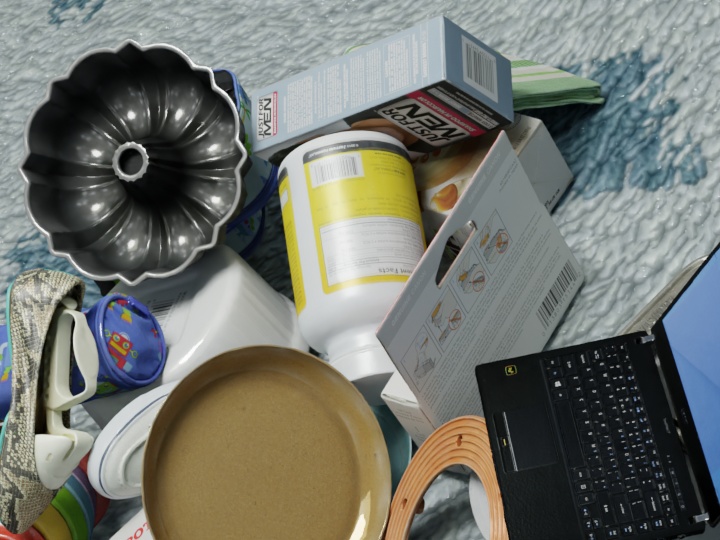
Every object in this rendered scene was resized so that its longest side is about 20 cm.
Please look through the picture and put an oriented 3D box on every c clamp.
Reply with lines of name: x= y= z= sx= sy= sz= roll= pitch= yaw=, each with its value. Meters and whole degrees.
c clamp: x=0.252 y=0.057 z=1.276 sx=0.200 sy=0.027 sz=0.171 roll=-40 pitch=43 yaw=-5

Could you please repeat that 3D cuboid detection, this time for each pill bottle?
pill bottle: x=0.000 y=0.000 z=1.461 sx=0.111 sy=0.112 sz=0.202 roll=-17 pitch=67 yaw=20

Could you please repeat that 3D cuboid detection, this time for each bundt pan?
bundt pan: x=-0.180 y=-0.086 z=1.532 sx=0.199 sy=0.076 sz=0.205 roll=-1 pitch=86 yaw=13

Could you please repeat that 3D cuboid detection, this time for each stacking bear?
stacking bear: x=-0.278 y=0.217 z=1.459 sx=0.112 sy=0.123 sz=0.200 roll=-13 pitch=20 yaw=15

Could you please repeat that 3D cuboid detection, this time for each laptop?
laptop: x=0.178 y=0.079 z=1.203 sx=0.198 sy=0.104 sz=0.178 roll=-11 pitch=44 yaw=3

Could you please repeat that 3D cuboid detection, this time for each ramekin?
ramekin: x=-0.150 y=0.070 z=1.549 sx=0.199 sy=0.098 sz=0.202 roll=-27 pitch=35 yaw=20

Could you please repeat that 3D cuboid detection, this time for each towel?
towel: x=0.096 y=-0.172 z=1.610 sx=0.152 sy=0.024 sz=0.199 roll=-9 pitch=24 yaw=-42

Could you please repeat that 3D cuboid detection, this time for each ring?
ring: x=0.064 y=0.203 z=1.303 sx=0.200 sy=0.019 sz=0.202 roll=-44 pitch=38 yaw=50

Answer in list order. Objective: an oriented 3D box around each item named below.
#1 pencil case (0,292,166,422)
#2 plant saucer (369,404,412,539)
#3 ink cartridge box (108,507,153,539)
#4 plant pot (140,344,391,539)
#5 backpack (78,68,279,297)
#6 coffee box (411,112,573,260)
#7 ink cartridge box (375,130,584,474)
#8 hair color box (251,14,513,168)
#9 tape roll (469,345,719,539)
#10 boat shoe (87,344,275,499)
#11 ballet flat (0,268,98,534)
pencil case: x=-0.251 y=0.072 z=1.487 sx=0.198 sy=0.078 sz=0.088 roll=-15 pitch=57 yaw=32
plant saucer: x=-0.044 y=0.172 z=1.468 sx=0.198 sy=0.027 sz=0.202 roll=-18 pitch=46 yaw=19
ink cartridge box: x=-0.148 y=0.292 z=1.370 sx=0.145 sy=0.084 sz=0.201 roll=-43 pitch=41 yaw=15
plant pot: x=-0.072 y=0.157 z=1.362 sx=0.201 sy=0.199 sz=0.027 roll=-59 pitch=16 yaw=-22
backpack: x=-0.164 y=-0.077 z=1.667 sx=0.199 sy=0.147 sz=0.184 roll=-30 pitch=33 yaw=14
coffee box: x=0.066 y=-0.084 z=1.576 sx=0.199 sy=0.080 sz=0.115 roll=20 pitch=67 yaw=42
ink cartridge box: x=0.081 y=0.023 z=1.396 sx=0.044 sy=0.177 sz=0.201 roll=11 pitch=57 yaw=41
hair color box: x=0.016 y=-0.133 z=1.496 sx=0.199 sy=0.099 sz=0.061 roll=-17 pitch=63 yaw=35
tape roll: x=0.180 y=0.149 z=1.312 sx=0.198 sy=0.066 sz=0.202 roll=-19 pitch=46 yaw=20
boat shoe: x=-0.109 y=0.126 z=1.411 sx=0.201 sy=0.075 sz=0.086 roll=-24 pitch=29 yaw=-31
ballet flat: x=-0.234 y=0.099 z=1.390 sx=0.074 sy=0.068 sz=0.203 roll=0 pitch=83 yaw=22
